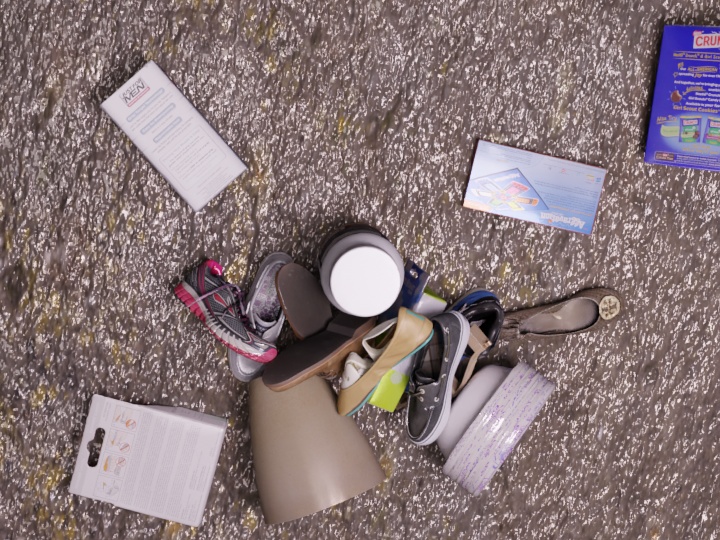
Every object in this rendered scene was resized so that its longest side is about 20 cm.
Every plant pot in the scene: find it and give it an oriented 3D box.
[{"bbox_3d":[-0.084,0.237,1.543,0.187,0.187,0.200,-20,86,-1],"label":"plant pot"}]

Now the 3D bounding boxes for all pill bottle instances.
[{"bbox_3d":[0.000,0.000,1.488,0.116,0.200,0.117,-1,99,-4],"label":"pill bottle"}]

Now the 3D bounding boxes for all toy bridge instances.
[{"bbox_3d":[0.118,0.151,1.528,0.067,0.027,0.200,51,127,0],"label":"toy bridge"}]

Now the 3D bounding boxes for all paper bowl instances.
[{"bbox_3d":[0.185,0.217,1.538,0.104,0.201,0.201,35,94,14],"label":"paper bowl"}]

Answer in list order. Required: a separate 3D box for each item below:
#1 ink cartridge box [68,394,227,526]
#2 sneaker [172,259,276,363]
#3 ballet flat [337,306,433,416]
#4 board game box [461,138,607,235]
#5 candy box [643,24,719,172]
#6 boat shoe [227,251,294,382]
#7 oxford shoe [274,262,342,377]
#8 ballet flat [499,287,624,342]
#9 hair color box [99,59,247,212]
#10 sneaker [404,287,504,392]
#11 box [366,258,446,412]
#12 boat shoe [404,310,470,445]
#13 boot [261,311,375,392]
[{"bbox_3d":[-0.314,0.277,1.585,0.200,0.050,0.161,16,97,-3],"label":"ink cartridge box"},{"bbox_3d":[-0.185,0.058,1.503,0.075,0.081,0.200,-48,60,-1],"label":"sneaker"},{"bbox_3d":[0.017,0.120,1.459,0.063,0.069,0.200,37,116,-14],"label":"ballet flat"},{"bbox_3d":[0.258,-0.123,1.582,0.200,0.019,0.103,12,96,-6],"label":"board game box"},{"bbox_3d":[0.509,-0.242,1.515,0.169,0.077,0.201,13,100,35],"label":"candy box"},{"bbox_3d":[-0.141,0.072,1.554,0.072,0.069,0.200,24,96,-7],"label":"boat shoe"},{"bbox_3d":[-0.078,0.071,1.536,0.071,0.071,0.200,-42,122,-25],"label":"oxford shoe"},{"bbox_3d":[0.302,0.071,1.600,0.199,0.046,0.068,-10,100,-3],"label":"ballet flat"},{"bbox_3d":[-0.262,-0.190,1.511,0.099,0.061,0.200,-41,100,2],"label":"hair color box"},{"bbox_3d":[0.130,0.110,1.559,0.200,0.111,0.077,-42,99,2],"label":"sneaker"},{"bbox_3d":[0.058,0.092,1.545,0.048,0.122,0.200,24,97,-17],"label":"box"},{"bbox_3d":[0.094,0.149,1.475,0.057,0.069,0.200,1,109,-47],"label":"boat shoe"},{"bbox_3d":[-0.050,0.128,1.484,0.200,0.074,0.076,-30,124,-35],"label":"boot"}]
